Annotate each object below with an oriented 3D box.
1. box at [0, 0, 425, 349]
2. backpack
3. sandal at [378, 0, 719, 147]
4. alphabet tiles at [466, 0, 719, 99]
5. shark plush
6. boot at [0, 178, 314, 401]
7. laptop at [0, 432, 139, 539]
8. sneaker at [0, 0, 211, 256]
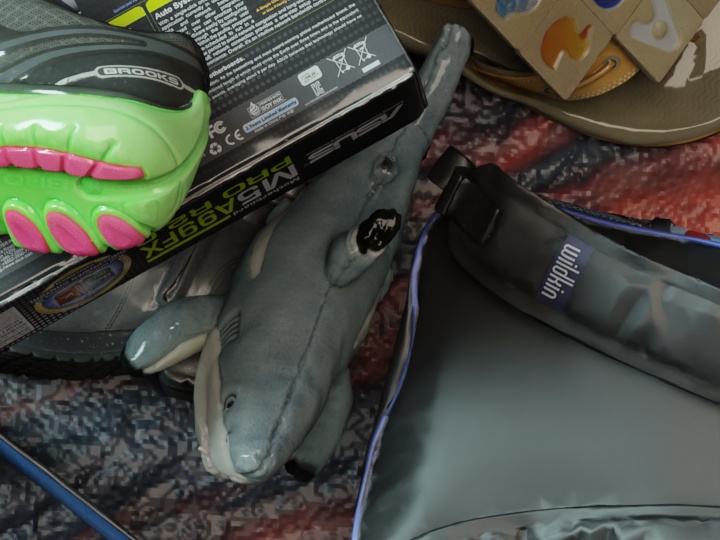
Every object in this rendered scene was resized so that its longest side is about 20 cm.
[{"bbox_3d":[-0.102,-0.077,0.967,0.200,0.044,0.160,-30,73,-2],"label":"box"},{"bbox_3d":[0.109,0.071,1.096,0.190,0.154,0.201,11,88,23],"label":"backpack"},{"bbox_3d":[0.080,-0.104,1.170,0.200,0.054,0.081,18,84,-10],"label":"sandal"},{"bbox_3d":[0.089,-0.169,1.106,0.200,0.006,0.167,43,79,-36],"label":"alphabet tiles"},{"bbox_3d":[0.000,0.000,1.096,0.091,0.083,0.200,44,71,-6],"label":"shark plush"},{"bbox_3d":[-0.102,-0.022,1.149,0.199,0.070,0.132,10,80,-15],"label":"boot"},{"bbox_3d":[-0.188,0.085,1.060,0.200,0.187,0.116,-18,84,-7],"label":"laptop"},{"bbox_3d":[-0.138,-0.059,0.908,0.199,0.077,0.084,14,46,15],"label":"sneaker"}]
